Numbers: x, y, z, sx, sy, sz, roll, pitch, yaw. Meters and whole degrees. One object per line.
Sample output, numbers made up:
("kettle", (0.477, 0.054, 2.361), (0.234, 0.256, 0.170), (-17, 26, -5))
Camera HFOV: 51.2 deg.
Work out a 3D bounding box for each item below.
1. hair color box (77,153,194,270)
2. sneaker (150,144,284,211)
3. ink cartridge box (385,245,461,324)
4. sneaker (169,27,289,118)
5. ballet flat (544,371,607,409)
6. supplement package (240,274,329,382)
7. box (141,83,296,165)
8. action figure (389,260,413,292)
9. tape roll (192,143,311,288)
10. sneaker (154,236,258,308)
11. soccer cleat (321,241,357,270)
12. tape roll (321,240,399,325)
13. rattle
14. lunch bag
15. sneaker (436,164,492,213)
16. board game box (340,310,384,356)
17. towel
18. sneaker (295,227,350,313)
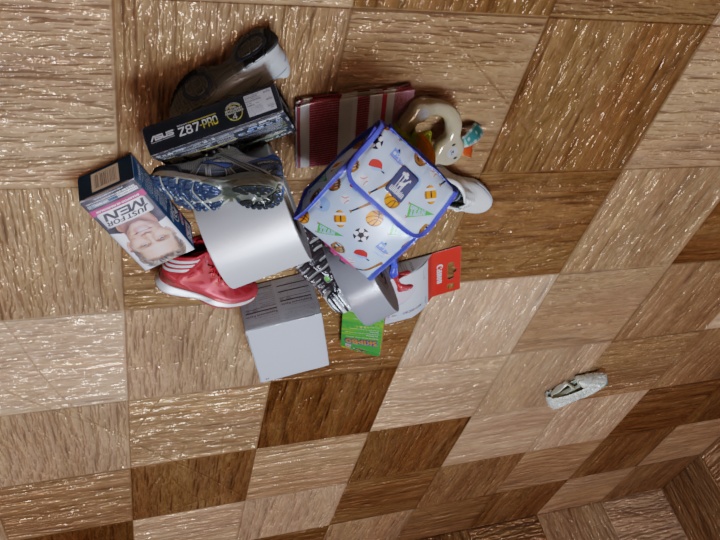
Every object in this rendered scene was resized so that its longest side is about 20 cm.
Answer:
("hair color box", (-0.366, -0.091, 1.244), (0.100, 0.061, 0.200), (-23, 144, 5))
("sneaker", (-0.205, -0.139, 1.102), (0.199, 0.086, 0.077), (4, 149, 3))
("ink cartridge box", (0.129, 0.035, 1.636), (0.199, 0.057, 0.163), (-11, 142, -3))
("sneaker", (-0.189, -0.265, 1.098), (0.199, 0.075, 0.087), (-27, 148, 12))
("ballet flat", (0.643, 0.353, 2.252), (0.199, 0.072, 0.072), (-32, 141, 16))
("supplement package", (-0.158, 0.121, 1.562), (0.155, 0.111, 0.200), (-14, 143, -7))
("box", (-0.201, -0.206, 1.112), (0.199, 0.049, 0.161), (-19, 178, 3))
("action figure", (0.076, -0.054, 1.466), (0.099, 0.065, 0.200), (-23, 131, 12))
("tape roll", (-0.177, -0.087, 1.216), (0.138, 0.203, 0.203), (-19, 143, 0))
("sneaker", (-0.269, 0.004, 1.394), (0.199, 0.079, 0.116), (6, 138, -32))
("soccer cleat", (-0.033, -0.083, 1.293), (0.070, 0.200, 0.086), (26, 109, -45))
("tape roll", (0.000, 0.000, 1.405), (0.066, 0.201, 0.200), (-25, 143, 9))
("rattle", (0.158, -0.202, 1.256), (0.199, 0.143, 0.131), (19, 100, -39))
("lunch bag", (0.024, -0.110, 1.150), (0.170, 0.124, 0.200), (40, 118, -19))
("sneaker", (0.181, -0.139, 1.417), (0.199, 0.071, 0.073), (17, 130, -39))
("board game box", (0.006, 0.122, 1.667), (0.095, 0.030, 0.201), (15, 141, 7))
("towel", (-0.012, -0.238, 1.250), (0.199, 0.023, 0.144), (-10, 143, -12))
("sneaker", (-0.090, -0.008, 1.466), (0.075, 0.115, 0.201), (-34, 109, -8))
